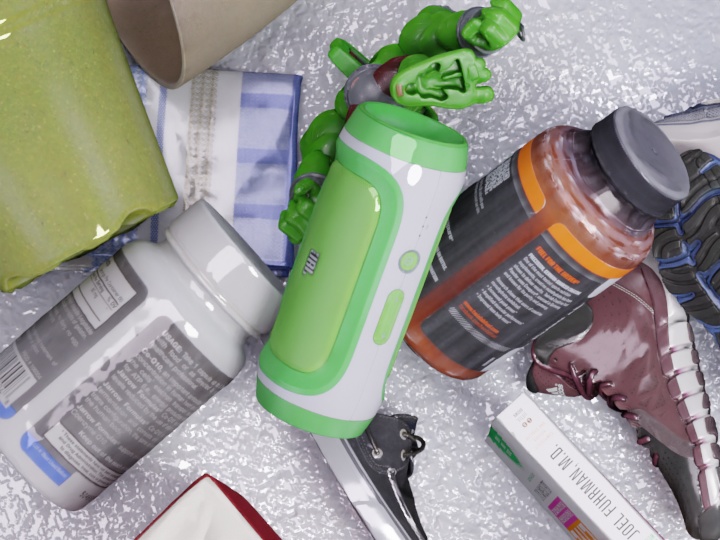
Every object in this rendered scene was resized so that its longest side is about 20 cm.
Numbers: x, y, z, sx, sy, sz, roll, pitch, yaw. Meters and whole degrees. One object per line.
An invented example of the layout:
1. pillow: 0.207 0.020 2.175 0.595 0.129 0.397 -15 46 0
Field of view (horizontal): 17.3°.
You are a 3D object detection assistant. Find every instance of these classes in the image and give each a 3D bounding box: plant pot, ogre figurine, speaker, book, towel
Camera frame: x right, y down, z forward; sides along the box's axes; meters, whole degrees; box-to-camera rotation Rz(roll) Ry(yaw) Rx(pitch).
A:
1. plant pot: -0.077 -0.246 1.571 0.200 0.187 0.187 -27 81 -16
2. ogre figurine: 0.021 -0.110 1.553 0.098 0.120 0.200 22 107 -15
3. speaker: 0.000 0.000 1.476 0.088 0.088 0.200 21 105 5
4. book: 0.162 0.164 1.509 0.048 0.134 0.200 -42 82 -5
5. towel: -0.141 -0.067 1.611 0.200 0.024 0.147 1 82 2
6. plant pot: -0.215 -0.094 1.522 0.200 0.200 0.184 -28 92 -2

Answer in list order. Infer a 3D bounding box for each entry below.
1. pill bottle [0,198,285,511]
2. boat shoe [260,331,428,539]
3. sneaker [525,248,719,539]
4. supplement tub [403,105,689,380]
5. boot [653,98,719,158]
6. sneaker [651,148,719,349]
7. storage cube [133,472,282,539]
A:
1. pill bottle: -0.147 0.053 1.540 0.200 0.114 0.114 -40 82 2
2. boat shoe: 0.007 0.109 1.561 0.066 0.070 0.200 -30 74 -1
3. sneaker: 0.171 0.090 1.558 0.115 0.076 0.200 -12 71 5
4. supplement tub: 0.113 -0.021 1.512 0.200 0.107 0.107 -37 80 29
5. boot: 0.241 -0.083 1.582 0.200 0.090 0.073 -9 112 25
6. sneaker: 0.249 0.012 1.544 0.075 0.078 0.200 -20 101 23
7. storage cube: -0.093 0.250 1.483 0.171 0.180 0.200 -40 81 -4
